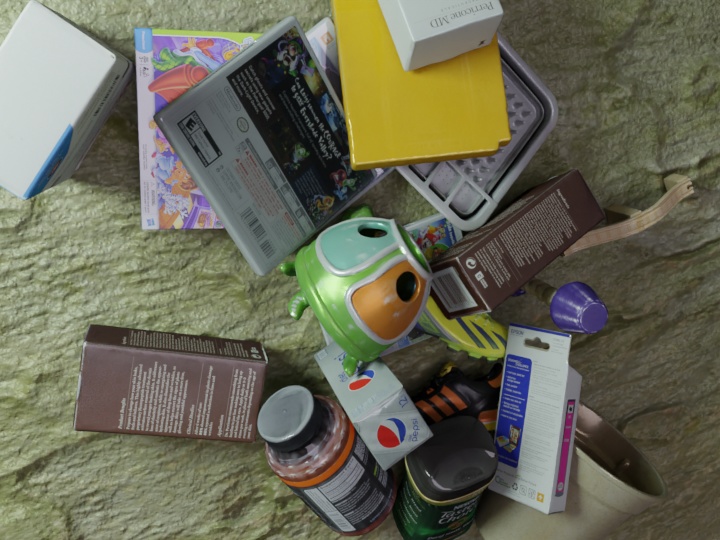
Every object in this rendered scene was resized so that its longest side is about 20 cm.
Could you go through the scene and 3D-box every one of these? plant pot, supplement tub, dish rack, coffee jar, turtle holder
[{"bbox_3d":[0.247,0.280,0.985,0.199,0.201,0.184,29,107,-18],"label":"plant pot"},{"bbox_3d":[-0.040,0.216,0.899,0.107,0.107,0.201,-35,129,-4],"label":"supplement tub"},{"bbox_3d":[0.120,-0.167,0.898,0.171,0.043,0.201,41,81,-18],"label":"dish rack"},{"bbox_3d":[0.099,0.254,0.931,0.103,0.086,0.201,-16,144,-16],"label":"coffee jar"},{"bbox_3d":[0.006,0.009,0.838,0.131,0.186,0.141,-37,95,13],"label":"turtle holder"}]

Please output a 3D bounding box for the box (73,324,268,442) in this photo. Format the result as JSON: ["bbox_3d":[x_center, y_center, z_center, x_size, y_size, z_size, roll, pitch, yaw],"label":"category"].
[{"bbox_3d":[-0.211,0.128,0.876,0.198,0.075,0.101,8,101,-17],"label":"box"}]

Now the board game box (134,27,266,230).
[{"bbox_3d":[-0.165,-0.147,0.820,0.133,0.045,0.202,-2,103,-14],"label":"board game box"}]

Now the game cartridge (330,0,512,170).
[{"bbox_3d":[0.064,-0.215,0.839,0.174,0.032,0.202,-6,84,-4],"label":"game cartridge"}]

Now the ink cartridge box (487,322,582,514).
[{"bbox_3d":[0.202,0.167,0.898,0.037,0.094,0.202,4,93,-36],"label":"ink cartridge box"}]

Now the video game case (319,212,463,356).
[{"bbox_3d":[0.042,0.025,0.950,0.198,0.018,0.145,-20,106,-8],"label":"video game case"}]

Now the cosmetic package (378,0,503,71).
[{"bbox_3d":[0.061,-0.322,0.803,0.100,0.071,0.202,-19,81,-7],"label":"cosmetic package"}]

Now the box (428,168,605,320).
[{"bbox_3d":[0.172,-0.029,0.891,0.199,0.100,0.075,-37,95,-23],"label":"box"}]

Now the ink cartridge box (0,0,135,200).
[{"bbox_3d":[-0.288,-0.158,0.731,0.084,0.200,0.147,33,94,-16],"label":"ink cartridge box"}]

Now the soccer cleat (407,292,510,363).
[{"bbox_3d":[0.113,0.051,0.931,0.198,0.065,0.084,20,95,-17],"label":"soccer cleat"}]

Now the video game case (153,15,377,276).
[{"bbox_3d":[-0.089,-0.127,0.811,0.182,0.023,0.201,-42,121,-20],"label":"video game case"}]

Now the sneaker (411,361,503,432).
[{"bbox_3d":[0.095,0.161,0.977,0.198,0.070,0.091,-4,89,-13],"label":"sneaker"}]

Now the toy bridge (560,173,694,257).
[{"bbox_3d":[0.331,-0.065,0.975,0.198,0.067,0.027,-26,108,-7],"label":"toy bridge"}]

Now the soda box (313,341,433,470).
[{"bbox_3d":[0.009,0.133,0.852,0.063,0.200,0.069,-34,110,-5],"label":"soda box"}]

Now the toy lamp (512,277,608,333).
[{"bbox_3d":[0.219,0.027,0.898,0.058,0.200,0.059,-3,104,-14],"label":"toy lamp"}]

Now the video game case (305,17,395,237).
[{"bbox_3d":[-0.061,-0.149,0.881,0.199,0.023,0.183,-39,109,-2],"label":"video game case"}]
